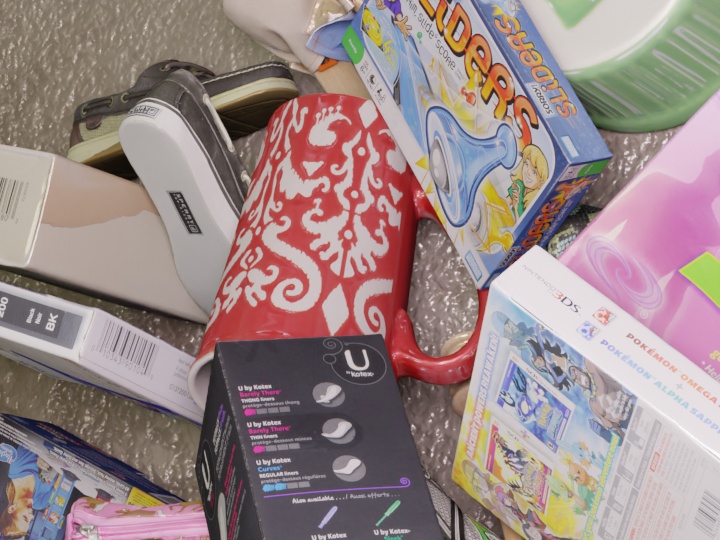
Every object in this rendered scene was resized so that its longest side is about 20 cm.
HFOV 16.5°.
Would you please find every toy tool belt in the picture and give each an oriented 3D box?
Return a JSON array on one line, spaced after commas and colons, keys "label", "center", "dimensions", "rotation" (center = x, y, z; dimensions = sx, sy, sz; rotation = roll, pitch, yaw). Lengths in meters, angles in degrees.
[{"label": "toy tool belt", "center": [0.008, -0.212, 1.661], "dimensions": [0.123, 0.125, 0.200], "rotation": [38, 107, 4]}]

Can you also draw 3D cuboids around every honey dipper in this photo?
[{"label": "honey dipper", "center": [0.084, 0.125, 1.522], "dimensions": [0.038, 0.038, 0.200], "rotation": [-33, 47, 24]}]

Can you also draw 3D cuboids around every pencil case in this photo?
[{"label": "pencil case", "center": [-0.089, 0.177, 1.573], "dimensions": [0.200, 0.087, 0.083], "rotation": [-6, 101, 19]}]

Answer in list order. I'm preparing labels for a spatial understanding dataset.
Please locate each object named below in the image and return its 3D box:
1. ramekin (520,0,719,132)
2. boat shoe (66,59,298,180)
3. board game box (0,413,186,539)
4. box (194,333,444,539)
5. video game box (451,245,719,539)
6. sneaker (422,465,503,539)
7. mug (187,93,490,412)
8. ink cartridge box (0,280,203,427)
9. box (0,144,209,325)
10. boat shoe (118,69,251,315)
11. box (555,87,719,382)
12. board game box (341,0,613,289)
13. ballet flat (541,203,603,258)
[{"label": "ramekin", "center": [0.160, -0.193, 1.542], "dimensions": [0.200, 0.098, 0.200], "rotation": [-10, 73, 33]}, {"label": "boat shoe", "center": [-0.132, -0.117, 1.747], "dimensions": [0.201, 0.072, 0.066], "rotation": [-20, 72, 35]}, {"label": "board game box", "center": [-0.204, 0.228, 1.715], "dimensions": [0.200, 0.062, 0.200], "rotation": [24, 94, 37]}, {"label": "box", "center": [-0.023, 0.149, 1.423], "dimensions": [0.122, 0.106, 0.200], "rotation": [103, 158, -45]}, {"label": "video game box", "center": [0.140, 0.107, 1.380], "dimensions": [0.182, 0.200, 0.047], "rotation": [36, 58, 20]}, {"label": "sneaker", "center": [0.072, 0.190, 1.529], "dimensions": [0.200, 0.085, 0.078], "rotation": [53, 154, 30]}, {"label": "mug", "center": [-0.006, 0.005, 1.588], "dimensions": [0.133, 0.177, 0.200], "rotation": [122, 162, -58]}, {"label": "ink cartridge box", "center": [-0.195, 0.050, 1.670], "dimensions": [0.200, 0.198, 0.043], "rotation": [14, 80, 36]}, {"label": "box", "center": [-0.180, -0.023, 1.676], "dimensions": [0.095, 0.200, 0.078], "rotation": [10, 84, 36]}, {"label": "boat shoe", "center": [-0.093, -0.042, 1.652], "dimensions": [0.071, 0.200, 0.064], "rotation": [8, 45, 34]}, {"label": "box", "center": [0.221, 0.011, 1.411], "dimensions": [0.176, 0.097, 0.200], "rotation": [46, 106, 9]}, {"label": "board game box", "center": [0.067, -0.108, 1.525], "dimensions": [0.200, 0.034, 0.135], "rotation": [61, 144, 24]}, {"label": "ballet flat", "center": [0.141, 0.056, 1.516], "dimensions": [0.074, 0.074, 0.200], "rotation": [-4, 79, 34]}]
